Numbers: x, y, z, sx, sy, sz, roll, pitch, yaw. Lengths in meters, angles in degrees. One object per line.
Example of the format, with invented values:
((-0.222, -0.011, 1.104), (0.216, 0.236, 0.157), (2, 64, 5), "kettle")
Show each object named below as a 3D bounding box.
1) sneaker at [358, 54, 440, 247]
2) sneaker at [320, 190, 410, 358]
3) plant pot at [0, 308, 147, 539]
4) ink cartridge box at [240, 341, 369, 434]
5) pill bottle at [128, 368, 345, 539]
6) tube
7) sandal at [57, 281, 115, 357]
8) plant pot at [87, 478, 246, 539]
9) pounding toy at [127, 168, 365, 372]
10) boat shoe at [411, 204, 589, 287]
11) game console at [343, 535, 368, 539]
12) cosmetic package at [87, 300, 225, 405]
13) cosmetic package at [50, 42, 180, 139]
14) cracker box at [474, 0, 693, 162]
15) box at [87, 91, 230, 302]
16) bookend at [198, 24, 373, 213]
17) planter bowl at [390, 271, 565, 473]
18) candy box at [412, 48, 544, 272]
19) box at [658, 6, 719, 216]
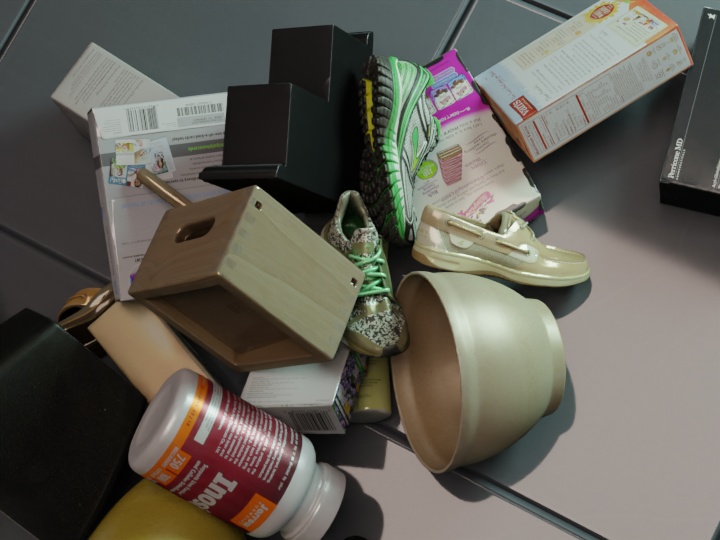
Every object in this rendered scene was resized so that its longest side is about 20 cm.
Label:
((0.049, -0.125, 1.608), (0.084, 0.078, 0.202), (1, 86, -21), "sneaker")
((0.000, 0.000, 1.548), (0.076, 0.089, 0.201), (-12, 50, -11), "sneaker")
((-0.337, 0.151, 1.573), (0.200, 0.199, 0.178), (41, 77, -20), "plant pot")
((-0.044, 0.077, 1.593), (0.108, 0.051, 0.201), (-3, 45, 24), "ink cartridge box")
((-0.118, 0.190, 1.503), (0.199, 0.113, 0.114), (31, 80, -16), "pill bottle")
((0.000, 0.061, 1.644), (0.058, 0.052, 0.202), (8, 66, -27), "tube")
((-0.293, 0.044, 1.694), (0.200, 0.080, 0.054), (-39, 55, -3), "sandal")
((-0.192, 0.292, 1.555), (0.198, 0.201, 0.143), (0, 49, 11), "plant pot")
((-0.128, -0.009, 1.521), (0.199, 0.184, 0.143), (-10, 49, 48), "pounding toy")
((0.151, -0.027, 1.585), (0.198, 0.072, 0.066), (9, 102, -18), "boat shoe")
((0.029, 0.401, 1.553), (0.199, 0.116, 0.177), (23, 109, 17), "game console")
((-0.194, 0.121, 1.634), (0.071, 0.105, 0.200), (-41, 69, -4), "cosmetic package")
((-0.236, -0.157, 1.721), (0.199, 0.108, 0.085), (32, 79, 16), "cosmetic package")
((0.235, -0.212, 1.636), (0.199, 0.058, 0.134), (-31, 33, 1), "cracker box")
((-0.195, -0.078, 1.612), (0.154, 0.041, 0.202), (-9, 90, -18), "box")
((-0.072, -0.173, 1.596), (0.091, 0.200, 0.201), (0, 83, 26), "bookend")
((0.125, 0.095, 1.545), (0.133, 0.200, 0.202), (-6, 71, -17), "planter bowl")
((0.095, -0.120, 1.669), (0.136, 0.061, 0.201), (-28, 69, 3), "candy box")
((0.404, -0.160, 1.610), (0.140, 0.079, 0.202), (15, 78, 13), "box")
